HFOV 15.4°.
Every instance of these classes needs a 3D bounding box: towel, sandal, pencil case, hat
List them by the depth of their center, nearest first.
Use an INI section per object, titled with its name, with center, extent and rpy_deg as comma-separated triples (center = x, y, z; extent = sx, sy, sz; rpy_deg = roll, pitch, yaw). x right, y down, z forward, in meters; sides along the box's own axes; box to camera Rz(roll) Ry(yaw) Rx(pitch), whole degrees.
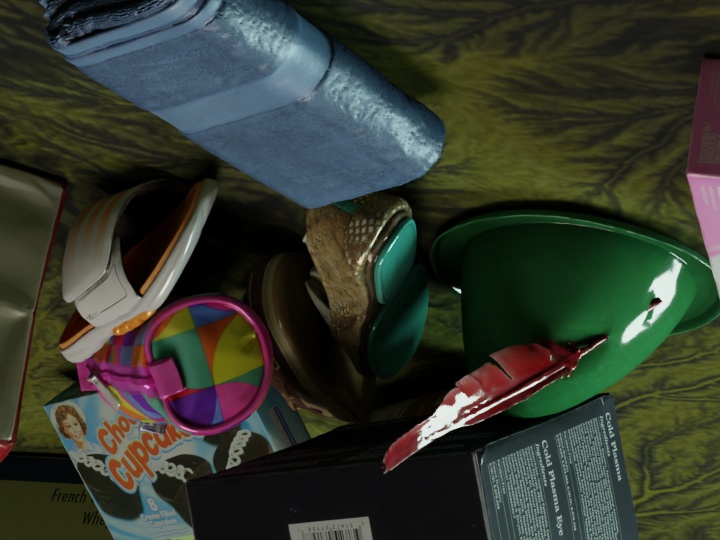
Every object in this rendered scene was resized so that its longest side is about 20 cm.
[towel]
center = -0.055, -0.098, 1.321
extent = 0.111, 0.049, 0.200
rpy_deg = -11, 149, 40
[hat]
center = 0.101, 0.076, 1.495
extent = 0.199, 0.177, 0.166
rpy_deg = 13, 156, -9
[sandal]
center = -0.149, -0.002, 1.539
extent = 0.059, 0.080, 0.207
rpy_deg = 32, 148, -14
[pencil case]
center = -0.112, 0.055, 1.587
extent = 0.088, 0.089, 0.200
rpy_deg = 16, 173, -15

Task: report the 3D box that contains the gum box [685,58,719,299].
[gum box]
center = 0.235, -0.029, 1.341
extent = 0.113, 0.067, 0.200
rpy_deg = 4, 157, 16

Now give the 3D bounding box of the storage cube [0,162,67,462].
[storage cube]
center = -0.286, 0.030, 1.554
extent = 0.199, 0.172, 0.180
rpy_deg = 17, 155, -15

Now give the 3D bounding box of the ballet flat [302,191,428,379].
[ballet flat]
center = 0.000, 0.000, 1.529
extent = 0.065, 0.071, 0.200
rpy_deg = 32, 159, 15

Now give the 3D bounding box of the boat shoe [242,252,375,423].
[boat shoe]
center = -0.045, 0.044, 1.624
extent = 0.071, 0.073, 0.200
rpy_deg = 1, 162, 15

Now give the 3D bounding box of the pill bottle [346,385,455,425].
[pill bottle]
center = 0.048, 0.139, 1.748
extent = 0.112, 0.113, 0.199
rpy_deg = 24, 153, -32

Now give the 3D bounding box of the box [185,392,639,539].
[box]
center = 0.034, 0.147, 1.557
extent = 0.199, 0.105, 0.182
rpy_deg = -9, -176, 32

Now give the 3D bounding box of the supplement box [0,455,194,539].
[supplement box]
center = -0.216, 0.258, 2.014
extent = 0.198, 0.201, 0.134
rpy_deg = 1, 156, 20

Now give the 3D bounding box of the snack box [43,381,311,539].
[snack box]
center = -0.116, 0.118, 1.781
extent = 0.199, 0.037, 0.117
rpy_deg = -15, 106, 45
